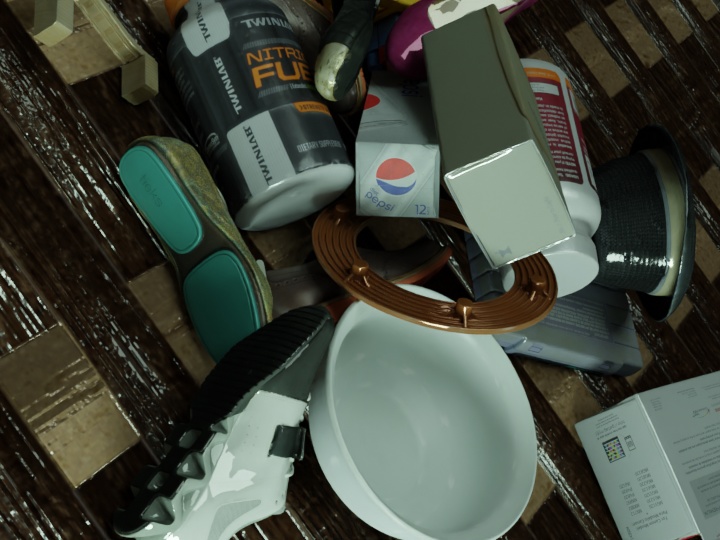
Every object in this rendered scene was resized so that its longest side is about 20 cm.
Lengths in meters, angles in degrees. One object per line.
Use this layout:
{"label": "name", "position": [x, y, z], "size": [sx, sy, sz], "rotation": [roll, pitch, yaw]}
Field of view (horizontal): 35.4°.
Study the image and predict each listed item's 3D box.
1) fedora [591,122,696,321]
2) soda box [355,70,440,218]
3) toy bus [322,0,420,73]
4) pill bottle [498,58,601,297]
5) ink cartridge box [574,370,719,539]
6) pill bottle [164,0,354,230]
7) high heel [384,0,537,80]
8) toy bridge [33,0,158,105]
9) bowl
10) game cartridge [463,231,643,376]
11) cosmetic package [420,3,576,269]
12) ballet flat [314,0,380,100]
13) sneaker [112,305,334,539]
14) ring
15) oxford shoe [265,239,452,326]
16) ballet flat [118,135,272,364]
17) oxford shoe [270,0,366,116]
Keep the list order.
{"label": "fedora", "position": [0.248, -0.047, 1.077], "size": [0.091, 0.201, 0.202], "rotation": [0, 59, -4]}
{"label": "soda box", "position": [0.035, -0.111, 0.950], "size": [0.068, 0.064, 0.200], "rotation": [2, 26, 4]}
{"label": "toy bus", "position": [0.054, -0.263, 1.094], "size": [0.199, 0.135, 0.194], "rotation": [4, 75, -43]}
{"label": "pill bottle", "position": [0.154, -0.082, 1.022], "size": [0.112, 0.113, 0.201], "rotation": [15, 55, -34]}
{"label": "ink cartridge box", "position": [0.320, 0.195, 1.060], "size": [0.199, 0.084, 0.177], "rotation": [-5, 68, -43]}
{"label": "pill bottle", "position": [-0.089, -0.142, 0.897], "size": [0.106, 0.106, 0.201], "rotation": [-12, 72, -45]}
{"label": "high heel", "position": [0.104, -0.232, 0.995], "size": [0.200, 0.096, 0.068], "rotation": [-32, 92, -39]}
{"label": "toy bridge", "position": [-0.224, -0.197, 0.823], "size": [0.200, 0.027, 0.068], "rotation": [33, 43, -49]}
{"label": "bowl", "position": [0.032, 0.119, 0.850], "size": [0.200, 0.090, 0.202], "rotation": [22, 52, -31]}
{"label": "game cartridge", "position": [0.186, 0.029, 1.086], "size": [0.199, 0.038, 0.131], "rotation": [16, 59, -34]}
{"label": "cosmetic package", "position": [0.105, -0.111, 0.894], "size": [0.104, 0.073, 0.201], "rotation": [57, 18, -38]}
{"label": "ballet flat", "position": [-0.018, -0.200, 0.927], "size": [0.056, 0.067, 0.201], "rotation": [17, 39, -5]}
{"label": "sneaker", "position": [-0.072, 0.115, 0.757], "size": [0.089, 0.074, 0.200], "rotation": [47, 70, -27]}
{"label": "ring", "position": [0.060, -0.015, 0.883], "size": [0.199, 0.019, 0.201], "rotation": [10, 31, -6]}
{"label": "oxford shoe", "position": [0.000, 0.000, 0.914], "size": [0.199, 0.071, 0.073], "rotation": [-23, 75, -46]}
{"label": "ballet flat", "position": [-0.108, -0.012, 0.834], "size": [0.070, 0.071, 0.201], "rotation": [-24, 81, -46]}
{"label": "oxford shoe", "position": [-0.073, -0.211, 0.985], "size": [0.200, 0.071, 0.073], "rotation": [52, 48, 2]}
